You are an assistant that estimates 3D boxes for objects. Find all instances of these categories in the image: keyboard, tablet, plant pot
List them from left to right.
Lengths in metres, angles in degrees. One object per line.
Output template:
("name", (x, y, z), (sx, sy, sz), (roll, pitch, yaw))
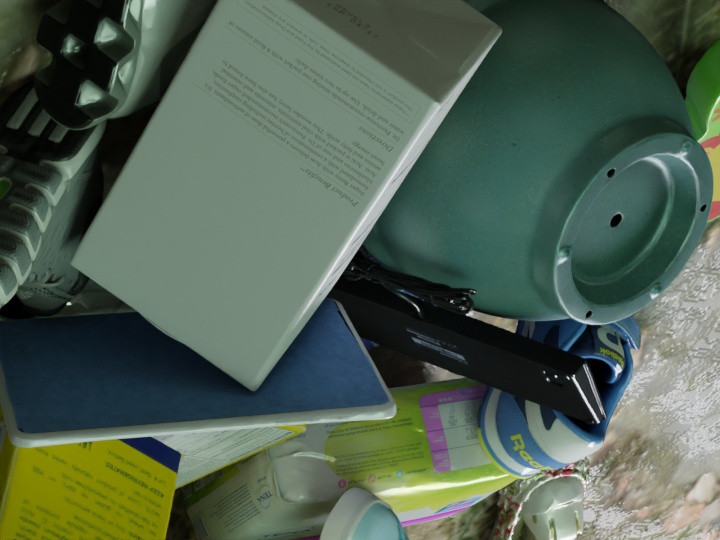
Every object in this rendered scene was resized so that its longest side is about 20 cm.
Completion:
("tablet", (-0.092, 0.053, 1.188), (0.199, 0.130, 0.014), (-4, 117, -15))
("keyboard", (0.041, 0.027, 1.278), (0.021, 0.200, 0.127), (-62, 151, -17))
("plant pot", (0.112, -0.051, 1.263), (0.200, 0.134, 0.201), (-24, 133, -28))

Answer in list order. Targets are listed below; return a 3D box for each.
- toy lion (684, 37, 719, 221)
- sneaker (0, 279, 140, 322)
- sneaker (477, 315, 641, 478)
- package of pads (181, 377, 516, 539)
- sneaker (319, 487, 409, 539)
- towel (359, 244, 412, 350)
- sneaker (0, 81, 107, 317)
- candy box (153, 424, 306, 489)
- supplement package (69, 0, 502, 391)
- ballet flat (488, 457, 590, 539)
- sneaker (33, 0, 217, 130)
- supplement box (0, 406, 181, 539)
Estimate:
("toy lion", (0.250, -0.102, 1.374), (0.191, 0.069, 0.200), (-31, 155, 7))
("sneaker", (-0.136, 0.017, 1.264), (0.200, 0.075, 0.081), (-19, 126, -7))
("sneaker", (0.137, 0.030, 1.372), (0.074, 0.200, 0.082), (23, 161, -27))
("package of pads", (0.005, 0.123, 1.419), (0.200, 0.068, 0.154), (-7, 164, -27))
("sneaker", (0.036, 0.204, 1.345), (0.074, 0.082, 0.200), (-60, 145, -32))
("towel", (0.000, 0.000, 1.369), (0.200, 0.024, 0.145), (-31, 139, 0))
("sneaker", (-0.186, 0.005, 1.164), (0.200, 0.075, 0.116), (-54, 156, -30))
("candy box", (-0.135, 0.106, 1.325), (0.102, 0.026, 0.200), (13, 151, -42))
("supplement package", (-0.039, -0.064, 1.158), (0.200, 0.121, 0.120), (-56, 179, 30))
("ballet flat", (0.131, 0.184, 1.607), (0.075, 0.064, 0.200), (-12, 136, -21))
("sneaker", (-0.096, -0.166, 1.115), (0.088, 0.074, 0.200), (-15, 138, -47))
("supplement box", (-0.186, 0.175, 1.212), (0.109, 0.200, 0.109), (-23, 135, 40))
